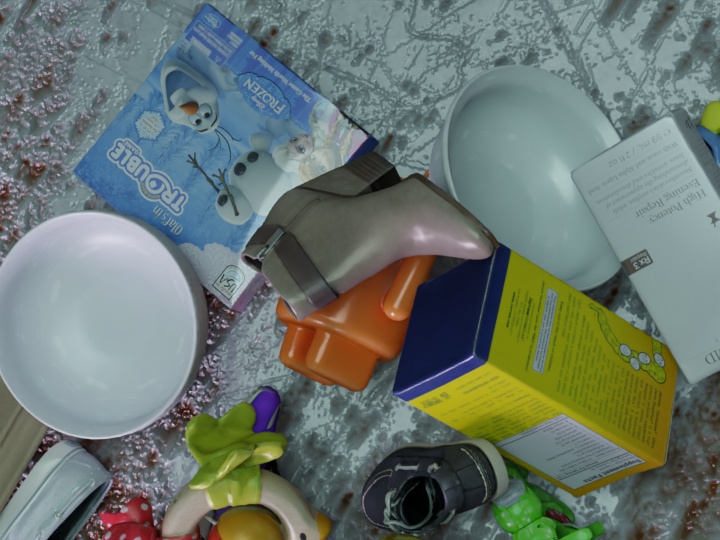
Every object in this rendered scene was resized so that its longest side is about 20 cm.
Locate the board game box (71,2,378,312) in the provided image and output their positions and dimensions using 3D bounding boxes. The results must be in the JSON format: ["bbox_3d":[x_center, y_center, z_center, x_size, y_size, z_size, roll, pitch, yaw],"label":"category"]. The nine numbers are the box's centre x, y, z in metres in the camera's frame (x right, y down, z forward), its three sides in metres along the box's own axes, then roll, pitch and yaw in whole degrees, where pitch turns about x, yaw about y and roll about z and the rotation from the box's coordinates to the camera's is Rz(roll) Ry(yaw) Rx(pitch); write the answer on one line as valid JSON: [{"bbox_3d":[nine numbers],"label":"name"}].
[{"bbox_3d":[-0.122,-0.102,1.627,0.200,0.043,0.199,39,94,13],"label":"board game box"}]

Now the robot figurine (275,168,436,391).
[{"bbox_3d":[-0.001,0.000,1.549,0.117,0.144,0.200,21,80,2],"label":"robot figurine"}]

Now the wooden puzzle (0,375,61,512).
[{"bbox_3d":[-0.391,0.139,1.594,0.200,0.037,0.185,33,65,-11],"label":"wooden puzzle"}]

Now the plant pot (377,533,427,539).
[{"bbox_3d":[0.031,0.298,1.455,0.200,0.200,0.142,31,104,13],"label":"plant pot"}]

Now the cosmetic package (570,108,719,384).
[{"bbox_3d":[0.265,-0.020,1.466,0.102,0.074,0.200,-32,87,21],"label":"cosmetic package"}]

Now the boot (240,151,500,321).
[{"bbox_3d":[-0.001,-0.016,1.433,0.146,0.070,0.200,-42,38,-11],"label":"boot"}]

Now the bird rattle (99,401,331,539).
[{"bbox_3d":[-0.118,0.219,1.500,0.163,0.113,0.200,36,96,-13],"label":"bird rattle"}]

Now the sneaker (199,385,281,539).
[{"bbox_3d":[-0.088,0.203,1.578,0.099,0.070,0.200,19,92,7],"label":"sneaker"}]

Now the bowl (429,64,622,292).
[{"bbox_3d":[0.130,-0.064,1.525,0.090,0.201,0.201,-32,74,52],"label":"bowl"}]

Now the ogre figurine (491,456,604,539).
[{"bbox_3d":[0.156,0.232,1.491,0.098,0.120,0.200,-13,80,10],"label":"ogre figurine"}]

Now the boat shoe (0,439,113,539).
[{"bbox_3d":[-0.290,0.250,1.608,0.071,0.070,0.201,32,88,19],"label":"boat shoe"}]

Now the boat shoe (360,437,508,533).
[{"bbox_3d":[0.043,0.182,1.490,0.063,0.200,0.073,-22,87,-33],"label":"boat shoe"}]

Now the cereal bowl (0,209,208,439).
[{"bbox_3d":[-0.223,0.044,1.603,0.200,0.083,0.200,2,96,15],"label":"cereal bowl"}]

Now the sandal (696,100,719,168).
[{"bbox_3d":[0.335,-0.045,1.512,0.087,0.079,0.200,-43,69,8],"label":"sandal"}]

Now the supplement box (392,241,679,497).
[{"bbox_3d":[0.143,0.082,1.452,0.200,0.109,0.110,31,55,-23],"label":"supplement box"}]
